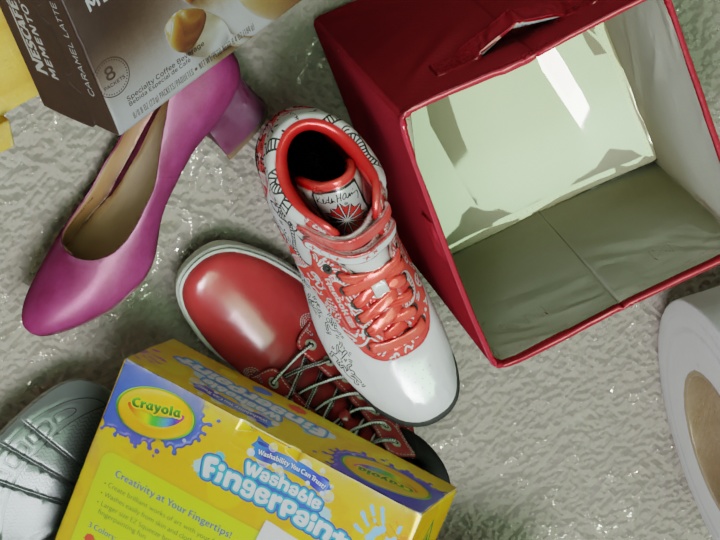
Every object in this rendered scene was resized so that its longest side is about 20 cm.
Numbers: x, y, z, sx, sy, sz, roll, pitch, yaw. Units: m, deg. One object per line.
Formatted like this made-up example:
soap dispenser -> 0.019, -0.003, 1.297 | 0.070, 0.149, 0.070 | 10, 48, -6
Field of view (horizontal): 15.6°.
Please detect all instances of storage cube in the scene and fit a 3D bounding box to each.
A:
storage cube -> 0.097, -0.080, 1.544 | 0.171, 0.180, 0.200 | -26, 119, -6

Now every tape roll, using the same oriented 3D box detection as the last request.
tape roll -> 0.290, 0.095, 1.672 | 0.139, 0.203, 0.203 | -17, 117, -10

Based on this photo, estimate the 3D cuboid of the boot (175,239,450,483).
boot -> -0.024, 0.070, 1.590 | 0.072, 0.144, 0.200 | -44, 118, 5

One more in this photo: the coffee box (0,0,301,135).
coffee box -> -0.099, -0.181, 1.449 | 0.200, 0.080, 0.115 | -38, 128, -24

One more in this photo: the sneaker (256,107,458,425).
sneaker -> -0.001, 0.000, 1.505 | 0.067, 0.108, 0.202 | -26, 92, -5

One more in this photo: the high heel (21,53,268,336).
high heel -> -0.144, -0.055, 1.532 | 0.200, 0.067, 0.096 | -51, 140, -7

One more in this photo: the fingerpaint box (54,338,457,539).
fingerpaint box -> -0.068, 0.160, 1.545 | 0.200, 0.073, 0.167 | 26, 106, 15

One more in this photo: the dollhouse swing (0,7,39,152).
dollhouse swing -> -0.256, -0.175, 1.470 | 0.181, 0.176, 0.200 | 4, 120, 26

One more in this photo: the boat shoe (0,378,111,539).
boat shoe -> -0.215, 0.150, 1.616 | 0.074, 0.065, 0.202 | 30, 96, -13
